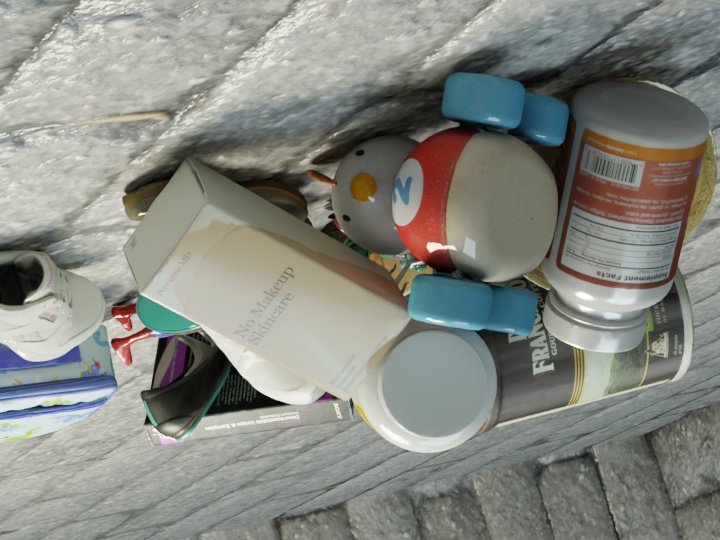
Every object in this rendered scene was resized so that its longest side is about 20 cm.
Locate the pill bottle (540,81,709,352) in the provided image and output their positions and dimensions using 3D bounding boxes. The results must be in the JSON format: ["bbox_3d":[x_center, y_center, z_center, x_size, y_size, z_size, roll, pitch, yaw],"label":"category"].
[{"bbox_3d":[0.205,-0.041,1.581,0.112,0.112,0.201,-9,122,-32],"label":"pill bottle"}]

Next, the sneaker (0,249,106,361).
[{"bbox_3d":[-0.262,0.026,1.586,0.099,0.075,0.200,-23,166,30],"label":"sneaker"}]

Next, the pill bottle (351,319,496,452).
[{"bbox_3d":[0.050,0.089,1.596,0.112,0.113,0.200,-16,179,-4],"label":"pill bottle"}]

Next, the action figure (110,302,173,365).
[{"bbox_3d":[-0.132,0.030,1.808,0.200,0.066,0.052,-21,133,19],"label":"action figure"}]

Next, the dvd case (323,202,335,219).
[{"bbox_3d":[0.074,-0.068,1.765,0.148,0.016,0.200,-21,168,22],"label":"dvd case"}]

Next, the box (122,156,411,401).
[{"bbox_3d":[-0.070,0.008,1.489,0.200,0.078,0.095,28,107,-29],"label":"box"}]

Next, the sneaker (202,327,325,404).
[{"bbox_3d":[-0.104,0.037,1.609,0.070,0.200,0.080,-51,154,5],"label":"sneaker"}]

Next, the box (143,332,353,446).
[{"bbox_3d":[-0.103,0.098,1.909,0.199,0.143,0.036,-9,129,10],"label":"box"}]

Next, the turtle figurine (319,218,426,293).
[{"bbox_3d":[0.000,0.000,1.701,0.200,0.101,0.150,-46,174,36],"label":"turtle figurine"}]

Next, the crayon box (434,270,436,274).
[{"bbox_3d":[0.130,-0.032,1.825,0.118,0.058,0.200,-15,169,-7],"label":"crayon box"}]

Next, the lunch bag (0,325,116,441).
[{"bbox_3d":[-0.328,0.103,1.773,0.199,0.083,0.161,-5,163,-31],"label":"lunch bag"}]

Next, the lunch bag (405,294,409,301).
[{"bbox_3d":[0.030,0.048,2.057,0.199,0.083,0.161,-13,166,-18],"label":"lunch bag"}]

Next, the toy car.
[{"bbox_3d":[0.037,-0.057,1.522,0.199,0.185,0.177,9,180,27],"label":"toy car"}]

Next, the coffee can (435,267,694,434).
[{"bbox_3d":[0.176,0.052,1.767,0.199,0.147,0.146,-13,167,-17],"label":"coffee can"}]

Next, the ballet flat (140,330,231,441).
[{"bbox_3d":[-0.138,0.072,1.857,0.068,0.068,0.200,-31,-164,50],"label":"ballet flat"}]

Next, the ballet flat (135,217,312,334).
[{"bbox_3d":[-0.113,-0.001,1.732,0.200,0.068,0.072,-32,180,39],"label":"ballet flat"}]

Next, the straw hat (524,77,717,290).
[{"bbox_3d":[0.193,-0.086,1.668,0.200,0.202,0.085,-16,-151,-5],"label":"straw hat"}]

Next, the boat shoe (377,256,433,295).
[{"bbox_3d":[-0.014,-0.002,1.825,0.199,0.071,0.069,-12,-170,28],"label":"boat shoe"}]

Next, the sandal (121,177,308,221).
[{"bbox_3d":[-0.113,-0.037,1.562,0.080,0.054,0.200,-24,166,28],"label":"sandal"}]
